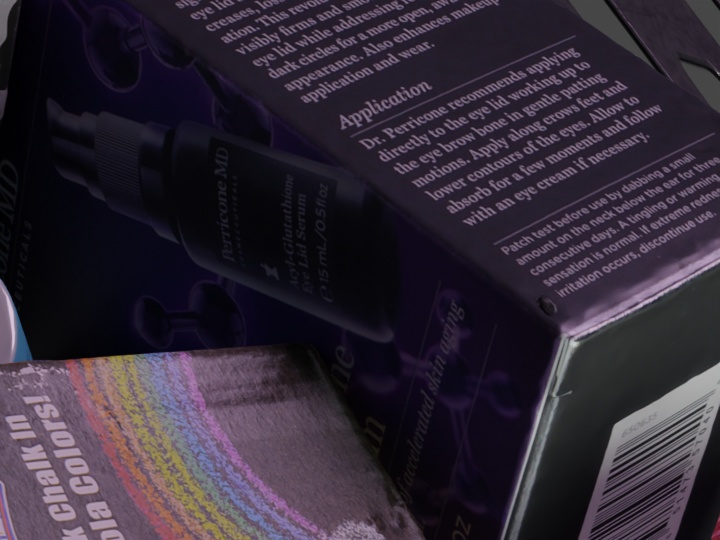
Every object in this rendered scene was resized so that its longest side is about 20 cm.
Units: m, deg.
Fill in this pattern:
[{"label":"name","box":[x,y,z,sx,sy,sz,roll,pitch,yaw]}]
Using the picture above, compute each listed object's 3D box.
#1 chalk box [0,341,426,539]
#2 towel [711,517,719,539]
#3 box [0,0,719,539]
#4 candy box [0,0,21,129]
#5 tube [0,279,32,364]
[{"label":"chalk box","box":[-0.085,0.102,0.641,0.200,0.124,0.125,-3,53,-45]},{"label":"towel","box":[0.094,0.078,0.839,0.200,0.023,0.144,-20,31,-30]},{"label":"box","box":[0.000,0.000,0.764,0.200,0.148,0.104,36,44,29]},{"label":"candy box","box":[-0.140,-0.075,0.780,0.061,0.200,0.136,-7,48,-22]},{"label":"tube","box":[-0.098,0.051,0.758,0.077,0.050,0.200,61,-7,21]}]
